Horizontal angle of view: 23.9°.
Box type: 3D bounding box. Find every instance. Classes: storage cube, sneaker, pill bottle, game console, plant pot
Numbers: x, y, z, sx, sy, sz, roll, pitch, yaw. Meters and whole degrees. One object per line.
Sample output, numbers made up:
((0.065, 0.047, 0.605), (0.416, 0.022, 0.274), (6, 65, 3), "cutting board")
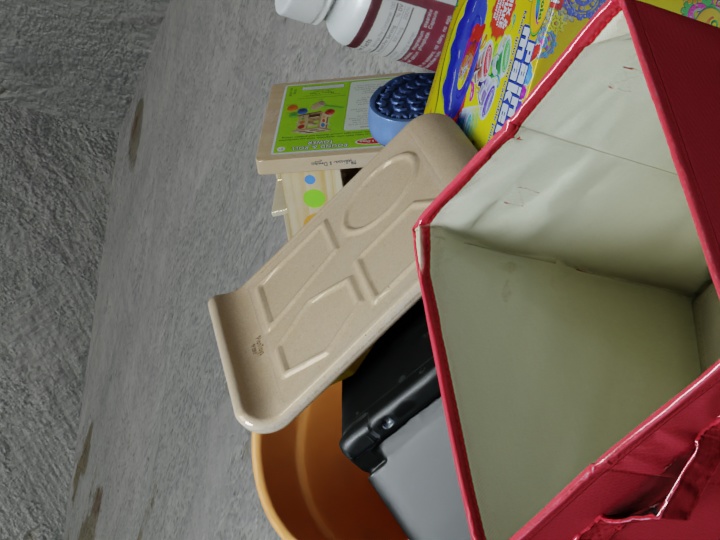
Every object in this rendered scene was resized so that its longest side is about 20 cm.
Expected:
((0.150, 0.022, 0.727), (0.171, 0.179, 0.201), (-49, 41, 41), "storage cube")
((0.069, -0.108, 1.269), (0.200, 0.070, 0.078), (-26, -47, -50), "sneaker")
((0.039, -0.224, 1.361), (0.114, 0.198, 0.115), (-166, 90, -74), "pill bottle")
((0.096, 0.060, 0.948), (0.200, 0.116, 0.176), (-39, 22, 19), "game console")
((0.047, 0.102, 1.085), (0.199, 0.140, 0.202), (-18, 61, 37), "plant pot")

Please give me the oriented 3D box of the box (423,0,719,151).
((0.127, -0.099, 1.099), (0.193, 0.121, 0.202), (-134, 59, -71), "box")

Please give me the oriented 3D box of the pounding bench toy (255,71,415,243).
((0.027, -0.066, 1.430), (0.125, 0.198, 0.157), (-84, -13, -54), "pounding bench toy")

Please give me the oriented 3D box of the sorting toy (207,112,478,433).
((0.000, 0.000, 1.030), (0.200, 0.037, 0.185), (-40, 25, 7), "sorting toy")
